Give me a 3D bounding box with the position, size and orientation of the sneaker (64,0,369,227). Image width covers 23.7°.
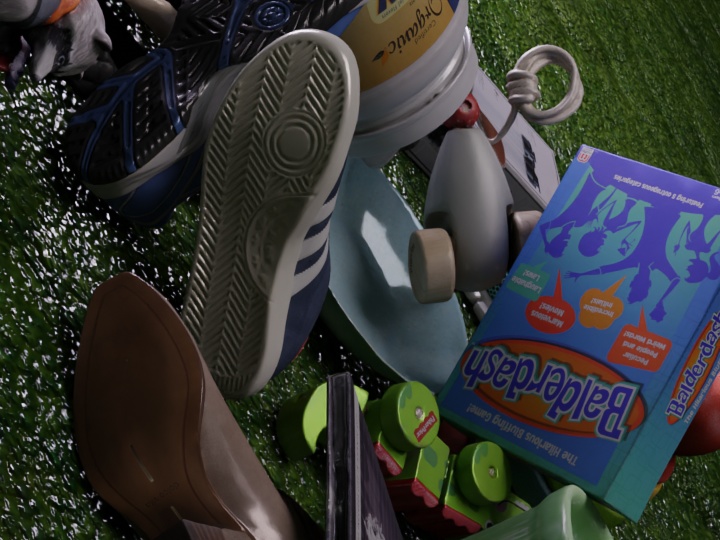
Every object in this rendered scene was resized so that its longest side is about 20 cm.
[{"bbox_3d":[-0.072,-0.104,0.936,0.076,0.200,0.077,43,-12,33],"label":"sneaker"}]

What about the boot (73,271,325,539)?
[{"bbox_3d":[-0.064,0.111,0.832,0.146,0.070,0.201,39,31,-54],"label":"boot"}]

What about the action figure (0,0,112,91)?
[{"bbox_3d":[-0.199,-0.144,0.805,0.193,0.105,0.200,33,31,-31],"label":"action figure"}]

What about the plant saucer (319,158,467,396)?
[{"bbox_3d":[0.000,0.000,1.128,0.201,0.039,0.201,47,26,-31],"label":"plant saucer"}]

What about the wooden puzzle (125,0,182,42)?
[{"bbox_3d":[-0.124,-0.197,1.035,0.200,0.037,0.185,63,7,23],"label":"wooden puzzle"}]

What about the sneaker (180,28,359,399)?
[{"bbox_3d":[-0.042,-0.033,0.917,0.075,0.201,0.084,24,15,17],"label":"sneaker"}]

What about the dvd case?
[{"bbox_3d":[0.011,0.173,0.866,0.149,0.016,0.200,-91,168,-51],"label":"dvd case"}]

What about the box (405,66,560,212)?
[{"bbox_3d":[0.092,-0.110,1.432,0.200,0.060,0.117,43,27,-35],"label":"box"}]

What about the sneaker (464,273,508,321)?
[{"bbox_3d":[0.135,0.022,1.318,0.078,0.091,0.201,20,44,-58],"label":"sneaker"}]

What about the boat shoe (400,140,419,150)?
[{"bbox_3d":[-0.016,-0.168,1.274,0.201,0.072,0.066,55,-13,24],"label":"boat shoe"}]

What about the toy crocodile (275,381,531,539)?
[{"bbox_3d":[0.031,0.119,1.013,0.200,0.067,0.062,40,51,-37],"label":"toy crocodile"}]

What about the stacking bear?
[{"bbox_3d":[0.158,0.110,1.111,0.122,0.200,0.114,62,22,6],"label":"stacking bear"}]

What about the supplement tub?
[{"bbox_3d":[-0.019,-0.181,1.045,0.145,0.144,0.200,-94,159,-48],"label":"supplement tub"}]

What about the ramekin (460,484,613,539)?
[{"bbox_3d":[0.106,0.229,0.947,0.200,0.097,0.201,-21,90,-77],"label":"ramekin"}]

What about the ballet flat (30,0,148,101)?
[{"bbox_3d":[-0.124,-0.109,0.973,0.200,0.057,0.067,42,26,-37],"label":"ballet flat"}]

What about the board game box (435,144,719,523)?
[{"bbox_3d":[0.152,0.033,1.050,0.152,0.200,0.045,23,-9,45],"label":"board game box"}]

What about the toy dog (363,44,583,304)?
[{"bbox_3d":[0.067,-0.063,1.165,0.131,0.096,0.201,15,71,-9],"label":"toy dog"}]
